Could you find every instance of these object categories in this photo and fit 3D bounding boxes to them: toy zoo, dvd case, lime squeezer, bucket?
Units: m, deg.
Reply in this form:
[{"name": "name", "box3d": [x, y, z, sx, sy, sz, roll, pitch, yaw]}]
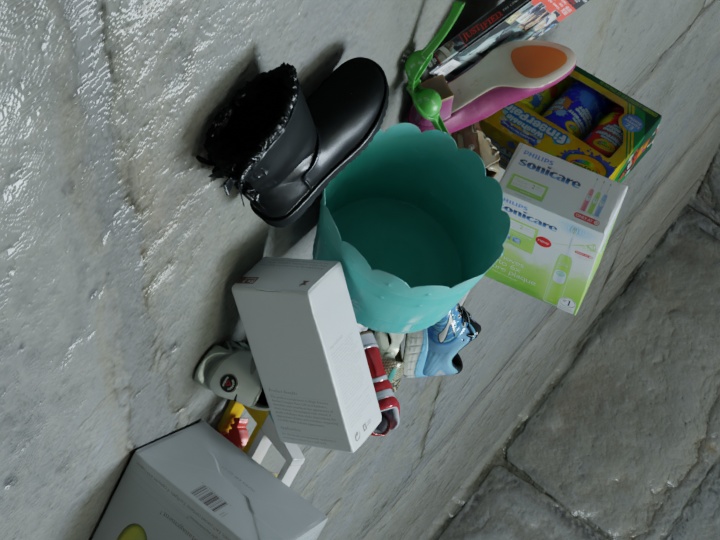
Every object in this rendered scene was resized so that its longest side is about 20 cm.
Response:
[{"name": "toy zoo", "box3d": [-0.134, 0.232, 1.517, 0.020, 0.131, 0.201, 6, 120, -45]}, {"name": "dvd case", "box3d": [0.174, -0.277, 1.450, 0.200, 0.022, 0.146, -36, 169, 18]}, {"name": "lime squeezer", "box3d": [0.084, -0.196, 1.381, 0.038, 0.070, 0.201, -71, 159, -55]}, {"name": "bucket", "box3d": [0.046, -0.040, 1.384, 0.207, 0.207, 0.135, -45, 171, -30]}]

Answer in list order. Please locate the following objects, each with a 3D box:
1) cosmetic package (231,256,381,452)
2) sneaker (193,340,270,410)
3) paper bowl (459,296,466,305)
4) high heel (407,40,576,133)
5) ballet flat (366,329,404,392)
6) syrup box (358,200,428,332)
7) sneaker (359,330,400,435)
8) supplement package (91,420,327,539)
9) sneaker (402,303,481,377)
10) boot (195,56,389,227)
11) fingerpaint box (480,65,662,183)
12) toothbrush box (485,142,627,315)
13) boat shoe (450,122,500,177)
[{"name": "cosmetic package", "box3d": [-0.054, 0.088, 1.357, 0.074, 0.101, 0.201, -45, 130, -47]}, {"name": "sneaker", "box3d": [-0.106, 0.122, 1.462, 0.074, 0.088, 0.200, -62, 164, 16]}, {"name": "paper bowl", "box3d": [0.100, -0.029, 1.667, 0.201, 0.104, 0.201, 23, 90, -79]}, {"name": "high heel", "box3d": [0.149, -0.199, 1.471, 0.199, 0.068, 0.096, -23, 159, -11]}, {"name": "ballet flat", "box3d": [0.026, 0.067, 1.587, 0.075, 0.068, 0.200, -59, -156, 30]}, {"name": "syrup box", "box3d": [0.000, 0.000, 1.530, 0.200, 0.079, 0.081, -55, 163, 0]}, {"name": "sneaker", "box3d": [-0.024, 0.159, 1.496, 0.071, 0.113, 0.200, -14, 162, -33]}, {"name": "supplement package", "box3d": [-0.182, 0.315, 1.433, 0.147, 0.191, 0.201, -16, 137, -62]}, {"name": "sneaker", "box3d": [0.103, 0.047, 1.553, 0.079, 0.090, 0.201, -80, 177, -51]}, {"name": "boot", "box3d": [-0.055, -0.135, 1.150, 0.199, 0.073, 0.163, -53, 160, -7]}, {"name": "fingerpaint box", "box3d": [0.266, -0.185, 1.700, 0.167, 0.200, 0.073, -45, 159, -28]}, {"name": "toothbrush box", "box3d": [0.239, -0.050, 1.639, 0.086, 0.145, 0.200, -60, 167, -29]}, {"name": "boat shoe", "box3d": [0.134, -0.128, 1.551, 0.076, 0.071, 0.201, 46, 48, -73]}]
